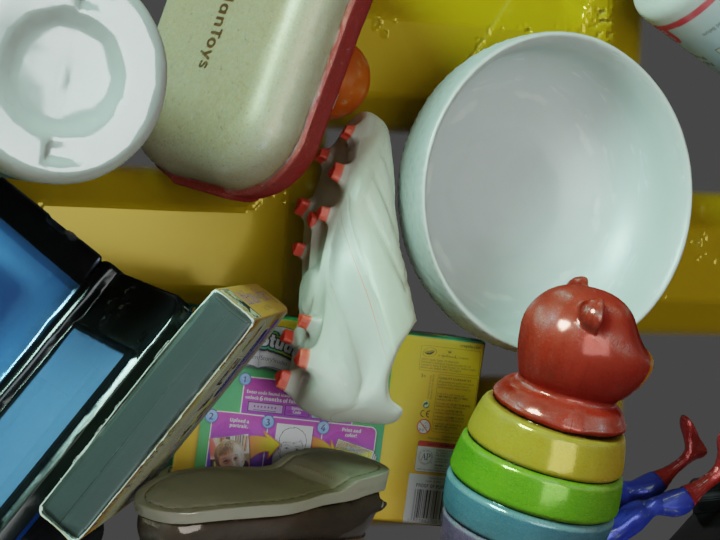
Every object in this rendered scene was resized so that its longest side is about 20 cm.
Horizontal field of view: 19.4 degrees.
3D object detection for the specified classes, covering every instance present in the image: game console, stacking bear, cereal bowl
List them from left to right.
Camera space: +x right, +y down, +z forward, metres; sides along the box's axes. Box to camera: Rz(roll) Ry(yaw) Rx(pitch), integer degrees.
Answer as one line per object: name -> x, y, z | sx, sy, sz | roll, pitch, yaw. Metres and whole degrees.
game console -> -0.218, 0.053, 1.172 | 0.118, 0.170, 0.200 | 43, 78, -25
cereal bowl -> 0.107, -0.047, 1.330 | 0.199, 0.083, 0.202 | 0, 91, -25
stacking bear -> 0.115, 0.106, 1.258 | 0.113, 0.121, 0.201 | 15, 101, -1

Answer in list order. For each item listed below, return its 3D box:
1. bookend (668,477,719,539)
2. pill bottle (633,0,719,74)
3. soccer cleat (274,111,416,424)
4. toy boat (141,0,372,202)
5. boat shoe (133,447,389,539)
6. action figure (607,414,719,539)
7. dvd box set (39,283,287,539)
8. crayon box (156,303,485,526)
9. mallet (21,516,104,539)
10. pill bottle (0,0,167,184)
bookend -> 0.242, 0.267, 1.365 | 0.199, 0.092, 0.201 | -37, 107, -41
pill bottle -> 0.285, -0.161, 1.384 | 0.199, 0.109, 0.109 | 33, 81, -20
soccer cleat -> 0.000, 0.000, 1.264 | 0.077, 0.069, 0.201 | 19, 61, -20
toy boat -> -0.041, -0.132, 1.266 | 0.130, 0.130, 0.201 | 25, 84, -51
boat shoe -> -0.056, 0.143, 1.193 | 0.200, 0.072, 0.060 | -4, 108, -56
action figure -> 0.146, 0.149, 1.371 | 0.200, 0.065, 0.099 | -38, 116, -16
dvd box set -> -0.102, 0.072, 1.141 | 0.029, 0.200, 0.147 | 39, 93, 2
crayon box -> -0.028, 0.089, 1.302 | 0.199, 0.058, 0.120 | 8, 90, -22
mallet -> -0.101, 0.177, 1.155 | 0.199, 0.066, 0.041 | 20, 116, 9
pill bottle -> -0.184, -0.106, 1.152 | 0.113, 0.200, 0.115 | -1, 94, -21
